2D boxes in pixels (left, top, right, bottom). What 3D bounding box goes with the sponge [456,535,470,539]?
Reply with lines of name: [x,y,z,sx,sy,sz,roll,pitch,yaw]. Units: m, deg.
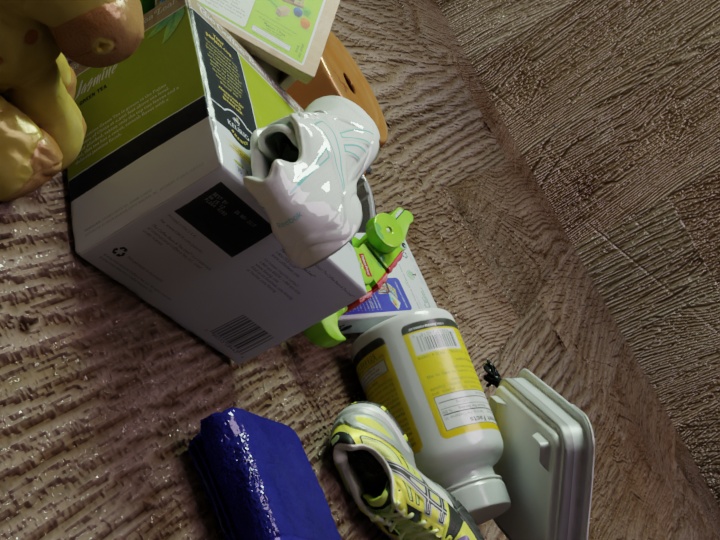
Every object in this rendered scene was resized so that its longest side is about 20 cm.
sponge: [0.084,0.316,0.991,0.200,0.111,0.030,59,15,-5]

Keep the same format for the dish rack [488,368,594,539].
dish rack: [0.161,0.196,1.219,0.200,0.043,0.172,-136,-133,-73]

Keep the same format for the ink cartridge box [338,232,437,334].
ink cartridge box: [-0.011,0.012,1.279,0.200,0.039,0.100,0,60,-50]

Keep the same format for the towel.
towel: [-0.052,0.201,0.906,0.200,0.049,0.148,67,11,21]

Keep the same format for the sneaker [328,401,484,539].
sneaker: [0.035,0.211,1.114,0.200,0.075,0.076,50,24,0]

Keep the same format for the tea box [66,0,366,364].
tea box: [-0.116,-0.069,0.999,0.200,0.133,0.197,43,25,-47]

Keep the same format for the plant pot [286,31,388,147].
plant pot: [-0.065,-0.152,1.276,0.200,0.140,0.200,54,17,-25]

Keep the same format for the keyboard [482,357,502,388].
keyboard: [0.154,0.170,1.364,0.200,0.021,0.127,-142,-126,-67]

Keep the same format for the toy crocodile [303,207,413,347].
toy crocodile: [0.000,0.000,1.212,0.062,0.067,0.200,51,36,-8]

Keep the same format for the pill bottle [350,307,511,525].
pill bottle: [0.071,0.147,1.233,0.111,0.111,0.200,28,38,-61]

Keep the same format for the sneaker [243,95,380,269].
sneaker: [-0.035,-0.086,0.914,0.080,0.070,0.200,51,22,-24]

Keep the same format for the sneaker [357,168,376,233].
sneaker: [-0.015,-0.095,1.438,0.112,0.077,0.200,25,39,-61]

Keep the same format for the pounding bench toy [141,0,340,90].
pounding bench toy: [-0.143,-0.228,1.105,0.200,0.156,0.125,27,60,-21]

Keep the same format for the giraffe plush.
giraffe plush: [-0.211,-0.168,0.828,0.200,0.162,0.173,43,24,-46]
